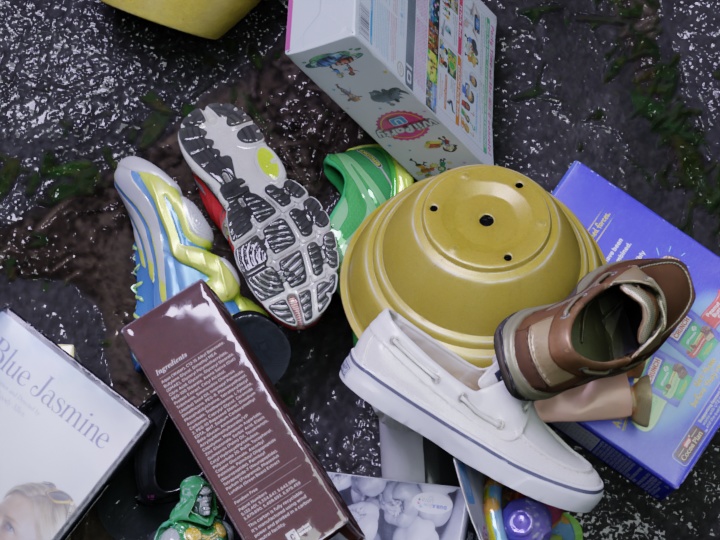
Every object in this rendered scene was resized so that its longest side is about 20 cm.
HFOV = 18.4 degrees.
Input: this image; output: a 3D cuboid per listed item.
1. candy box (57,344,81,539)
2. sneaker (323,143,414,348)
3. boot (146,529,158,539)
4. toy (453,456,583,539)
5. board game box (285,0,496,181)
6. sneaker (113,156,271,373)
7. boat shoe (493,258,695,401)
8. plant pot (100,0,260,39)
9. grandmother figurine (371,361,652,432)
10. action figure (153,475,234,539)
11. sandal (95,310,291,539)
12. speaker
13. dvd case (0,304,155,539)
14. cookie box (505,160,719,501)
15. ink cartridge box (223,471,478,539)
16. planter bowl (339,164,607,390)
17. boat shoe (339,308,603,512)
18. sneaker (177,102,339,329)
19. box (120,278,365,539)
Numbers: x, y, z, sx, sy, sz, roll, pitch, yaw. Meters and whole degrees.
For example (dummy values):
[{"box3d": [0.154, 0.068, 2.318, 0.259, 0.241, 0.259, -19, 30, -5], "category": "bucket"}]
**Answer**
[{"box3d": [-0.269, 0.155, 1.623, 0.115, 0.055, 0.201, 2, 76, -1], "category": "candy box"}, {"box3d": [0.000, 0.000, 1.674, 0.083, 0.074, 0.201, 1, 66, -5], "category": "sneaker"}, {"box3d": [-0.170, 0.273, 1.548, 0.066, 0.165, 0.200, 46, 76, -14], "category": "boot"}, {"box3d": [0.125, 0.184, 1.564, 0.047, 0.200, 0.116, -19, 78, 13], "category": "toy"}, {"box3d": [0.026, -0.173, 1.640, 0.064, 0.200, 0.148, -16, 54, 30], "category": "board game box"}, {"box3d": [-0.146, 0.014, 1.658, 0.105, 0.076, 0.200, -35, 81, -11], "category": "sneaker"}, {"box3d": [0.175, 0.037, 1.511, 0.200, 0.074, 0.076, -26, 95, -46], "category": "boat shoe"}, {"box3d": [-0.134, -0.259, 1.689, 0.199, 0.200, 0.143, 20, 99, 2], "category": "plant pot"}, {"box3d": [0.105, 0.087, 1.585, 0.198, 0.061, 0.122, -2, 49, -2], "category": "grandmother figurine"}, {"box3d": [-0.107, 0.241, 1.523, 0.118, 0.054, 0.202, -8, 92, -49], "category": "action figure"}, {"box3d": [-0.127, 0.116, 1.615, 0.075, 0.048, 0.201, 35, 97, -15], "category": "sandal"}, {"box3d": [0.057, 0.200, 1.619, 0.081, 0.081, 0.201, -1, 75, -4], "category": "speaker"}, {"box3d": [-0.261, 0.145, 1.586, 0.142, 0.018, 0.200, 36, 79, 11], "category": "dvd case"}, {"box3d": [0.195, 0.045, 1.669, 0.199, 0.075, 0.172, 35, 76, 6], "category": "cookie box"}, {"box3d": [-0.020, 0.243, 1.572, 0.197, 0.043, 0.201, 4, 76, 29], "category": "ink cartridge box"}, {"box3d": [0.086, -0.013, 1.572, 0.199, 0.084, 0.201, 2, 52, -3], "category": "planter bowl"}, {"box3d": [0.087, 0.091, 1.505, 0.199, 0.071, 0.070, 31, 103, -1], "category": "boat shoe"}, {"box3d": [-0.071, -0.035, 1.664, 0.077, 0.085, 0.201, -22, 62, -10], "category": "sneaker"}, {"box3d": [-0.080, 0.114, 1.533, 0.075, 0.100, 0.201, -33, 75, -1], "category": "box"}]
